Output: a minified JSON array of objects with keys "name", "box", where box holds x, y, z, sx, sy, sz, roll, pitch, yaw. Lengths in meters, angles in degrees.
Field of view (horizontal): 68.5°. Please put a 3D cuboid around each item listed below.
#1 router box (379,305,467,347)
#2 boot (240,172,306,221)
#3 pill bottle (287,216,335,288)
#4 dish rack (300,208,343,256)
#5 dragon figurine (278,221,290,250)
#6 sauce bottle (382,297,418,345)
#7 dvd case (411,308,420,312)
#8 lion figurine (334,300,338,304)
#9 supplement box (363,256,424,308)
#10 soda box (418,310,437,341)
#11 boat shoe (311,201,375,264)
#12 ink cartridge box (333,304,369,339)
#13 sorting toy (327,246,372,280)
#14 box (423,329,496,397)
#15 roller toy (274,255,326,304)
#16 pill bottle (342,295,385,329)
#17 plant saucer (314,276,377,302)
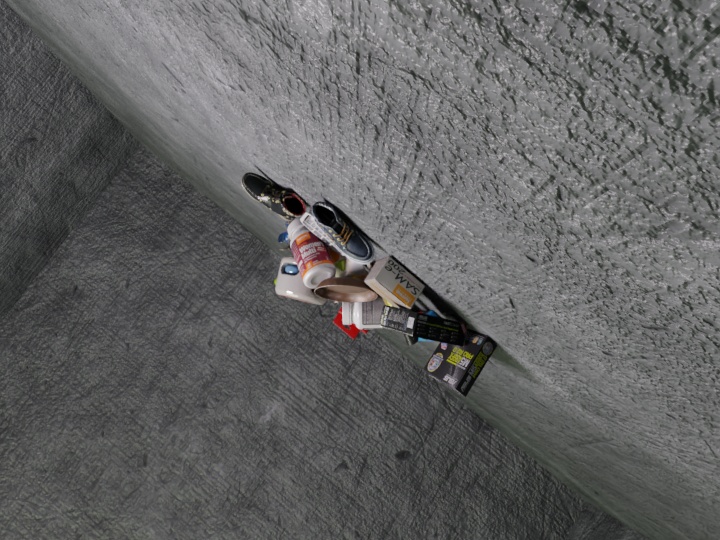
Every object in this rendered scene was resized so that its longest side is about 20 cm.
[{"name":"router box","box":[0.169,0.148,1.424,0.195,0.065,0.148,16,175,-34]},{"name":"boot","box":[-0.251,-0.222,1.548,0.201,0.075,0.153,37,169,-20]},{"name":"pill bottle","box":[-0.155,-0.058,1.631,0.205,0.107,0.110,65,-174,28]},{"name":"dish rack","box":[-0.090,-0.115,1.512,0.170,0.044,0.200,41,171,-8]},{"name":"dragon figurine","box":[-0.252,-0.115,1.867,0.058,0.205,0.098,34,136,-22]},{"name":"sauce bottle","box":[0.120,0.127,1.590,0.206,0.063,0.064,65,163,-16]},{"name":"dvd case","box":[0.227,0.181,1.801,0.148,0.016,0.198,43,171,-27]},{"name":"lion figurine","box":[-0.060,0.039,1.800,0.069,0.127,0.202,11,154,7]},{"name":"supplement box","box":[0.087,0.035,1.435,0.125,0.075,0.200,38,173,-5]},{"name":"soda box","box":[0.194,0.176,1.672,0.068,0.064,0.200,46,165,-5]},{"name":"boat shoe","box":[-0.047,-0.093,1.340,0.198,0.072,0.091,39,176,12]},{"name":"ink cartridge box","box":[0.005,0.134,1.861,0.115,0.203,0.067,38,171,-22]},{"name":"sorting toy","box":[0.000,0.000,1.639,0.199,0.109,0.177,42,151,-29]},{"name":"box","box":[0.268,0.241,1.451,0.044,0.162,0.199,38,173,-17]},{"name":"roller toy","box":[-0.185,0.028,1.766,0.192,0.146,0.182,14,174,-10]},{"name":"pill bottle","box":[0.038,0.134,1.726,0.191,0.116,0.111,-1,169,1]},{"name":"plant saucer","box":[-0.043,0.057,1.590,0.191,0.036,0.201,3,163,1]}]
